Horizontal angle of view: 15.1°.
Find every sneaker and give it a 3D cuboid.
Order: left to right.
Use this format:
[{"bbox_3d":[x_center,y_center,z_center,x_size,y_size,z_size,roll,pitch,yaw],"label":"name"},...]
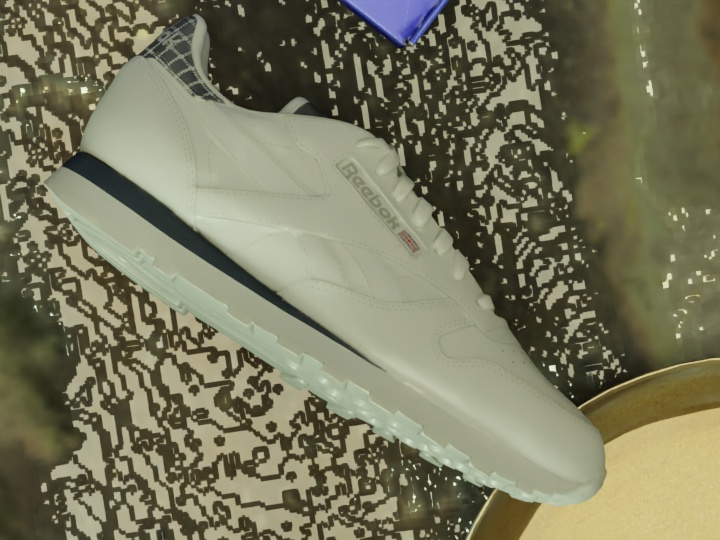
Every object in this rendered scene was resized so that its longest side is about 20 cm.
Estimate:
[{"bbox_3d":[0.000,0.000,0.847,0.200,0.076,0.081,35,78,3],"label":"sneaker"}]

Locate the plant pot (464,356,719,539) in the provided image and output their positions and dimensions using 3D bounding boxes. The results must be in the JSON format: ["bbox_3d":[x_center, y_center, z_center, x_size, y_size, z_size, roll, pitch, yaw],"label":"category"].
[{"bbox_3d":[0.124,0.126,0.887,0.200,0.027,0.201,0,94,-2],"label":"plant pot"}]

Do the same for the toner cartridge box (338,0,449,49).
[{"bbox_3d":[-0.035,-0.167,0.856,0.200,0.043,0.095,39,90,-4],"label":"toner cartridge box"}]
